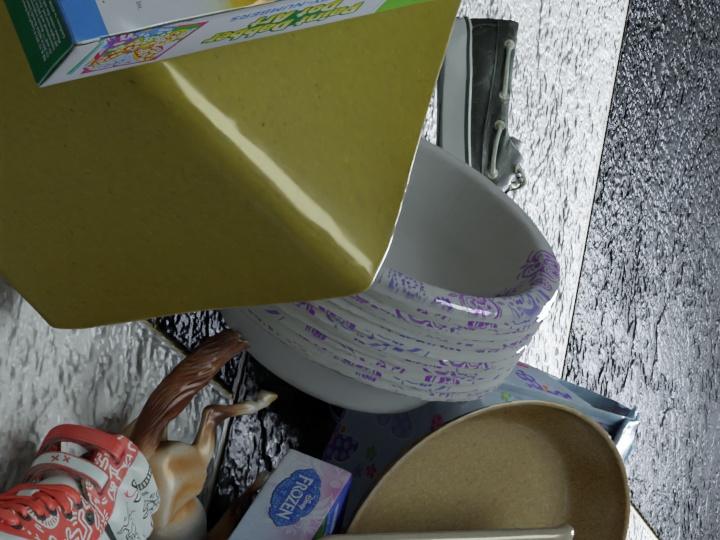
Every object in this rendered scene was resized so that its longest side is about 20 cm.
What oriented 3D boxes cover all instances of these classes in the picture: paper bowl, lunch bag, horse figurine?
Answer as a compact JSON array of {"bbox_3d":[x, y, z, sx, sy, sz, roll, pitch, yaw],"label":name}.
[{"bbox_3d":[0.000,0.000,1.063,0.104,0.201,0.201,-60,167,26],"label":"paper bowl"},{"bbox_3d":[0.080,0.139,1.193,0.200,0.127,0.170,22,97,-41],"label":"lunch bag"},{"bbox_3d":[-0.090,0.118,1.016,0.133,0.050,0.200,-43,142,-38],"label":"horse figurine"}]

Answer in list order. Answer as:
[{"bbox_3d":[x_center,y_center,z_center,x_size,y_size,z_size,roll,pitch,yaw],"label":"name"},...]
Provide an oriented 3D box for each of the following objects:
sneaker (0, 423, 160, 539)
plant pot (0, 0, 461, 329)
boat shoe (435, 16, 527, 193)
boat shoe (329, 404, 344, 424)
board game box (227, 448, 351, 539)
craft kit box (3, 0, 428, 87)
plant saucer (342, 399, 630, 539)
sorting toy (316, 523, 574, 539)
[{"bbox_3d":[-0.152,0.114,0.874,0.201,0.067,0.108,51,46,-60],"label":"sneaker"},{"bbox_3d":[-0.101,-0.113,0.832,0.200,0.195,0.194,43,52,-39],"label":"plant pot"},{"bbox_3d":[0.086,-0.078,1.358,0.071,0.064,0.200,-135,-134,-85],"label":"boat shoe"},{"bbox_3d":[0.021,0.009,1.254,0.200,0.070,0.066,-65,149,-27],"label":"boat shoe"},{"bbox_3d":[-0.072,0.229,1.007,0.200,0.041,0.200,-55,161,-51],"label":"board game box"},{"bbox_3d":[-0.067,-0.185,0.739,0.197,0.049,0.200,-17,81,-31],"label":"craft kit box"},{"bbox_3d":[0.062,0.157,1.091,0.200,0.035,0.200,-13,118,-26],"label":"plant saucer"},{"bbox_3d":[0.027,0.226,1.040,0.200,0.036,0.185,2,111,-42],"label":"sorting toy"}]
